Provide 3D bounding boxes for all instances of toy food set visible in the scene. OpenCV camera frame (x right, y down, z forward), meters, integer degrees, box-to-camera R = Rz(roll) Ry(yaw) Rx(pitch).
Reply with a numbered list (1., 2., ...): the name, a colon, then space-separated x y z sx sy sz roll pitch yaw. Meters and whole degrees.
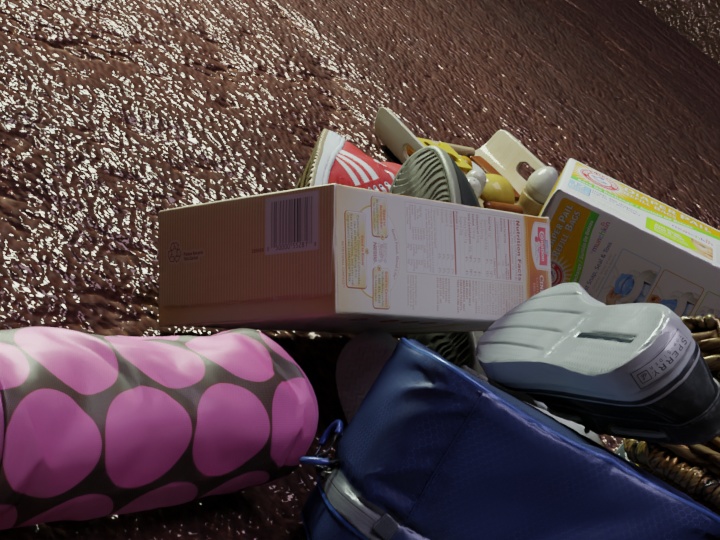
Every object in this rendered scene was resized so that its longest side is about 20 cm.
1. toy food set: 0.119 -0.102 1.263 0.199 0.061 0.144 5 36 -48

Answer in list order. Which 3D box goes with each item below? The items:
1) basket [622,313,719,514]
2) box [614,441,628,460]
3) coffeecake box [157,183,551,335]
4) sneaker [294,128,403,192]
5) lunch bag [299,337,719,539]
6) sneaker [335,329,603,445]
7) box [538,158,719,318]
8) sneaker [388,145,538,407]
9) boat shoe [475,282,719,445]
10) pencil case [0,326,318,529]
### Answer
1. basket: 0.229 0.122 0.759 0.200 0.142 0.150 37 52 -59
2. box: 0.235 0.203 0.833 0.159 0.050 0.200 33 23 -5
3. coffeecake box: 0.000 0.000 0.800 0.153 0.074 0.199 -6 -8 43
4. sneaker: 0.004 -0.045 0.997 0.112 0.072 0.200 26 22 -6
5. lunch bag: 0.061 0.130 0.645 0.199 0.133 0.136 29 -1 -6
6. sneaker: 0.076 0.100 0.804 0.200 0.075 0.115 39 23 2
7. box: 0.245 -0.001 1.145 0.199 0.102 0.113 26 23 4
8. sneaker: 0.080 0.011 0.946 0.106 0.075 0.202 19 54 -43
9. boat shoe: 0.120 0.057 0.682 0.071 0.072 0.200 53 -8 -12
10. pencil case: -0.115 0.065 0.618 0.199 0.091 0.094 6 27 -50
